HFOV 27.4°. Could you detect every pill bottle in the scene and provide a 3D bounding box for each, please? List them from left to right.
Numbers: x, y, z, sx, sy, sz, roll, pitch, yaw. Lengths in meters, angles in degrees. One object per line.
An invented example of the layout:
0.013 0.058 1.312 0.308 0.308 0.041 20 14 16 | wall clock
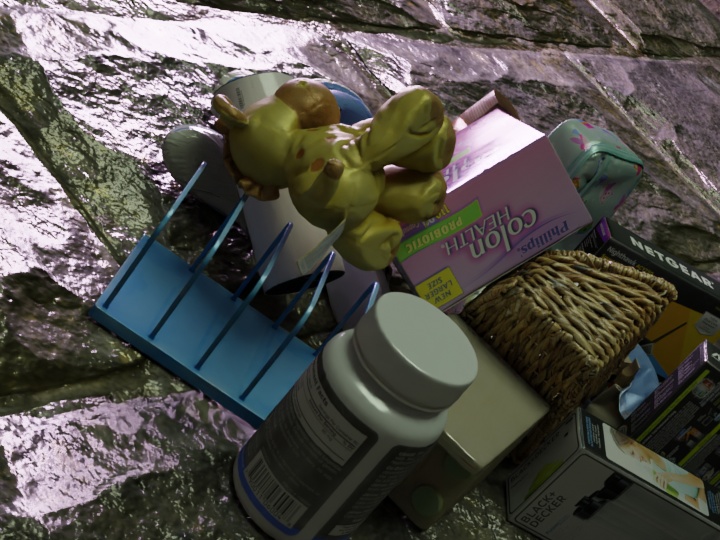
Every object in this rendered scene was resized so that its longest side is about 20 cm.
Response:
-0.004 0.118 1.154 0.114 0.200 0.114 29 29 -18 | pill bottle

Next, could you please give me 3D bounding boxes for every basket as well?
0.179 0.061 1.424 0.143 0.200 0.149 43 53 13 | basket

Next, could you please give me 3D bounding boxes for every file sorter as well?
-0.101 0.021 1.267 0.200 0.123 0.139 35 27 -7 | file sorter

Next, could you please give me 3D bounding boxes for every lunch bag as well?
0.227 -0.077 1.722 0.077 0.200 0.160 48 21 28 | lunch bag

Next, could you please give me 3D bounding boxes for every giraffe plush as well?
-0.038 -0.096 1.264 0.162 0.173 0.200 35 50 29 | giraffe plush

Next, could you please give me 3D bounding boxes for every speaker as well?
-0.076 -0.079 1.382 0.081 0.081 0.200 -4 75 -52 | speaker

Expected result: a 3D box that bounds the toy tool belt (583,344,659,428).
0.279 0.121 1.570 0.125 0.123 0.200 18 34 -35 | toy tool belt

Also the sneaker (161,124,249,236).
-0.109 -0.075 1.459 0.200 0.072 0.072 40 12 -9 | sneaker

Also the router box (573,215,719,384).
0.313 0.044 1.698 0.200 0.149 0.051 27 29 -21 | router box

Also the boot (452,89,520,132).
0.117 -0.112 1.684 0.077 0.155 0.200 36 23 -26 | boot

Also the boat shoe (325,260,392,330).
0.000 0.000 1.481 0.068 0.072 0.200 14 30 -36 | boat shoe

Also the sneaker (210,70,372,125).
-0.064 -0.163 1.619 0.200 0.079 0.089 0 31 -39 | sneaker

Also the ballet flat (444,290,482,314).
0.144 0.013 1.610 0.069 0.071 0.200 25 23 32 | ballet flat

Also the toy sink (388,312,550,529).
0.061 0.137 1.301 0.130 0.112 0.200 44 23 10 | toy sink

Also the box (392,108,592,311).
0.102 -0.062 1.432 0.097 0.176 0.200 59 0 -16 | box

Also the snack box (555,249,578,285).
0.186 0.060 1.571 0.072 0.024 0.200 41 52 3 | snack box

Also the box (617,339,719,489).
0.338 0.188 1.460 0.160 0.200 0.044 35 28 -6 | box

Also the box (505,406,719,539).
0.248 0.226 1.390 0.200 0.117 0.060 31 32 -16 | box
